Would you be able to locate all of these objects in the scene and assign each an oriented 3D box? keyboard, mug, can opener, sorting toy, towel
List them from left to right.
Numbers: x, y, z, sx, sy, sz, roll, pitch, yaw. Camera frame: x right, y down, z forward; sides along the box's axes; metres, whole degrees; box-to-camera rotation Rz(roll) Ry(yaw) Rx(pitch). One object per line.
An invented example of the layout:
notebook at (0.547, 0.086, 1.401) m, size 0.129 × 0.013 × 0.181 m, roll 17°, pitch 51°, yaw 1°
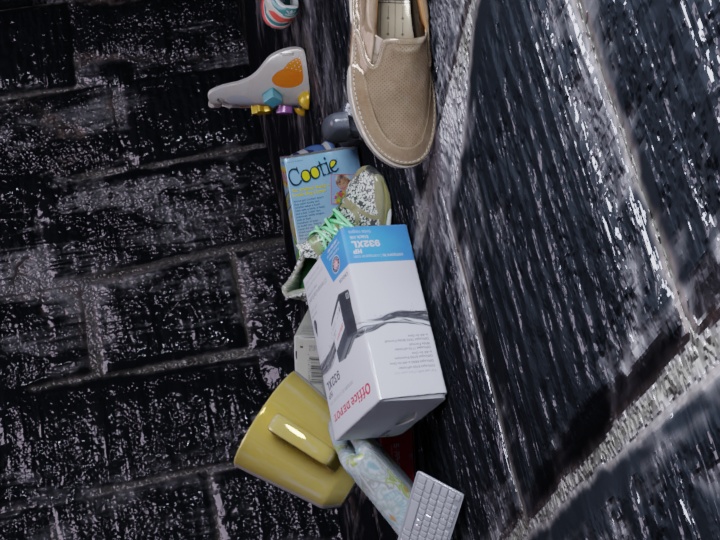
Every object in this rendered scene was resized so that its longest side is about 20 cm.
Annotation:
sorting toy at (-0.188, -0.325, 2.156) m, size 0.200 × 0.179 × 0.107 m, roll -176°, pitch 76°, yaw -84°
mug at (-0.071, 0.242, 1.569) m, size 0.150 × 0.153 × 0.187 m, roll -60°, pitch -9°, yaw 22°
can opener at (-0.021, -0.179, 1.440) m, size 0.200 × 0.067 × 0.054 m, roll -174°, pitch 75°, yaw -83°
towel at (0.032, 0.256, 1.406) m, size 0.171 × 0.048 × 0.200 m, roll 49°, pitch 179°, yaw -12°
keyboard at (0.068, 0.300, 1.305) m, size 0.011 × 0.056 × 0.200 m, roll -51°, pitch -21°, yaw -50°

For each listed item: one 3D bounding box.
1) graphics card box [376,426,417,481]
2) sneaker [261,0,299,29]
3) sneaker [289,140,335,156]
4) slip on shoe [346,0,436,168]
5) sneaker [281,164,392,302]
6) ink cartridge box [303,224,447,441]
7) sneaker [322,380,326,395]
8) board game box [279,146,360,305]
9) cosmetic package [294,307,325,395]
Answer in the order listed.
graphics card box at (0.030, 0.181, 1.619) m, size 0.200 × 0.051 × 0.126 m, roll -106°, pitch 9°, yaw -50°
sneaker at (-0.135, -0.511, 1.988) m, size 0.093 × 0.070 × 0.201 m, roll 166°, pitch 97°, yaw -66°
sneaker at (-0.061, -0.120, 1.810) m, size 0.200 × 0.082 × 0.074 m, roll -111°, pitch 14°, yaw -50°
slip on shoe at (0.031, -0.186, 1.010) m, size 0.061 × 0.076 × 0.201 m, roll -167°, pitch 73°, yaw -70°
sneaker at (-0.031, -0.033, 1.410) m, size 0.077 × 0.088 × 0.200 m, roll 40°, pitch 116°, yaw 31°
ink cartridge box at (0.011, 0.070, 1.314) m, size 0.145 × 0.083 × 0.201 m, roll 130°, pitch 132°, yaw -57°
sneaker at (-0.012, 0.131, 1.524) m, size 0.200 × 0.080 × 0.077 m, roll 155°, pitch 124°, yaw -62°
board game box at (-0.044, -0.065, 1.647) m, size 0.103 × 0.104 × 0.201 m, roll -137°, pitch 38°, yaw -80°
cosmetic package at (-0.042, 0.103, 1.729) m, size 0.200 × 0.073 × 0.104 m, roll -65°, pitch -24°, yaw -66°
